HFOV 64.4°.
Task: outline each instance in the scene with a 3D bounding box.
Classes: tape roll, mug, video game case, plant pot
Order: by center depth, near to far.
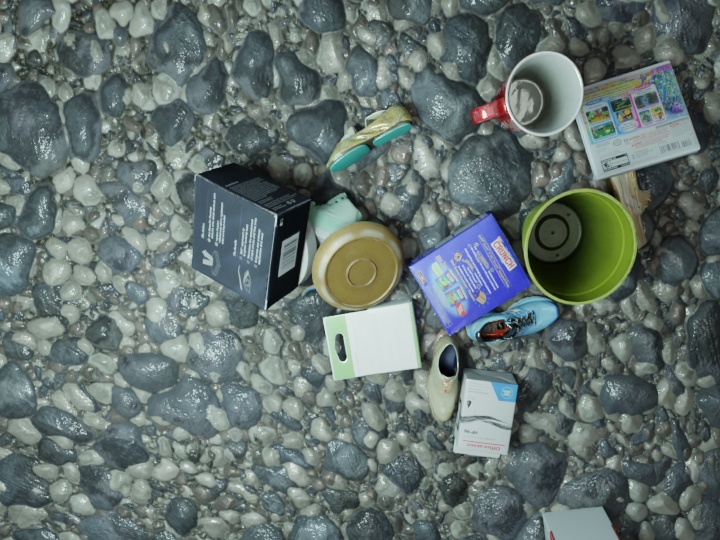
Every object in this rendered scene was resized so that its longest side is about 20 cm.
[{"bbox_3d":[0.293,-0.320,1.050,0.172,0.200,0.137,12,103,2],"label":"mug"},{"bbox_3d":[0.392,-0.059,1.099,0.194,0.193,0.207,1,101,3],"label":"plant pot"},{"bbox_3d":[0.525,-0.288,1.101,0.194,0.024,0.187,-15,80,7],"label":"video game case"},{"bbox_3d":[0.000,0.000,1.149,0.194,0.028,0.205,-7,120,-12],"label":"plant pot"},{"bbox_3d":[-0.179,-0.056,1.174,0.198,0.037,0.209,13,117,28],"label":"tape roll"}]

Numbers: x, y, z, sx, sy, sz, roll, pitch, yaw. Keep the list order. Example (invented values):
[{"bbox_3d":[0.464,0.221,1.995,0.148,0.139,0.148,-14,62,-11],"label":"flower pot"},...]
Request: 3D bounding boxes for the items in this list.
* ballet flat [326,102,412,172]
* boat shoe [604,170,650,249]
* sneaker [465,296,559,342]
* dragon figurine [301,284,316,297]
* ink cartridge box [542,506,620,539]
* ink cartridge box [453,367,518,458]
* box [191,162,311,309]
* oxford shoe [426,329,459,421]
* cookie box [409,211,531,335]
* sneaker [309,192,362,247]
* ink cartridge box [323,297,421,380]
[{"bbox_3d":[0.011,-0.272,1.153,0.196,0.071,0.072,-28,99,9],"label":"ballet flat"},{"bbox_3d":[0.539,-0.144,1.133,0.068,0.074,0.205,-21,99,14],"label":"boat shoe"},{"bbox_3d":[0.322,0.116,1.191,0.195,0.090,0.080,-18,100,6],"label":"sneaker"},{"bbox_3d":[-0.036,0.023,1.213,0.199,0.059,0.100,-42,96,9],"label":"dragon figurine"},{"bbox_3d":[0.496,0.660,1.261,0.140,0.145,0.206,-9,100,6],"label":"ink cartridge box"},{"bbox_3d":[0.270,0.327,1.249,0.112,0.068,0.206,6,102,3],"label":"ink cartridge box"},{"bbox_3d":[-0.213,-0.070,1.094,0.196,0.117,0.201,26,122,20],"label":"box"},{"bbox_3d":[0.179,0.237,1.233,0.068,0.074,0.207,0,101,4],"label":"oxford shoe"},{"bbox_3d":[0.224,0.006,1.183,0.197,0.075,0.174,-31,97,10],"label":"cookie box"},{"bbox_3d":[-0.088,-0.124,1.194,0.198,0.074,0.119,32,66,17],"label":"sneaker"},{"bbox_3d":[0.028,0.150,1.240,0.194,0.048,0.150,-9,101,6],"label":"ink cartridge box"}]
